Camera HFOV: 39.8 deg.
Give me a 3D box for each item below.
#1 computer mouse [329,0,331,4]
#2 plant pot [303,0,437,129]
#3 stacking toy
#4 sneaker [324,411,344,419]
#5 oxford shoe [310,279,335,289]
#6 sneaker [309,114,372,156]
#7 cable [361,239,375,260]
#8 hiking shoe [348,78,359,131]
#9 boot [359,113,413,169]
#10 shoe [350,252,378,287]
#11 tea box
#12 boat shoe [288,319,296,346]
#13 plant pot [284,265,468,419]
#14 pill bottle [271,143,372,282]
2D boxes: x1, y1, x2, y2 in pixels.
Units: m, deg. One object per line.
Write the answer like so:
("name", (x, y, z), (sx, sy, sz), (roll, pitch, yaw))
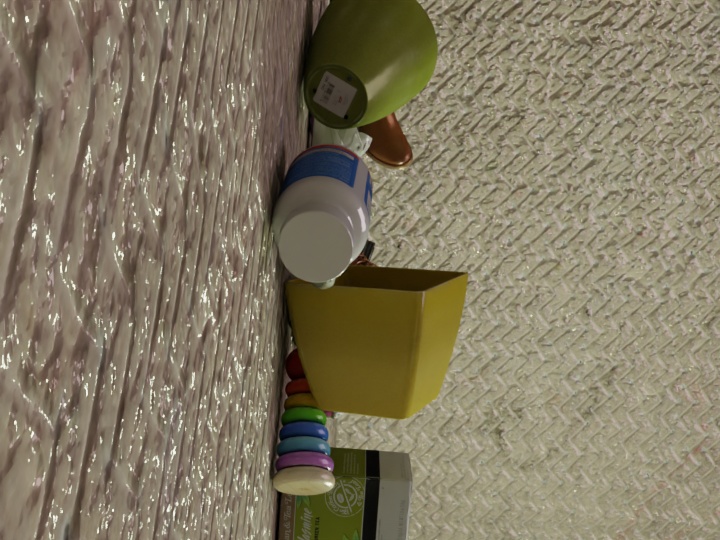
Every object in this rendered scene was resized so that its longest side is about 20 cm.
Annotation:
("computer mouse", (-0.042, -0.391, 1.687), (0.200, 0.045, 0.142), (72, 27, -64))
("plant pot", (-0.005, -0.280, 1.395), (0.201, 0.185, 0.189), (-60, 158, -53))
("stacking toy", (-0.077, 0.203, 1.380), (0.086, 0.084, 0.202), (92, -2, -63))
("sneaker", (-0.038, 0.200, 1.662), (0.200, 0.081, 0.089), (-44, -162, 39))
("oxford shoe", (-0.049, -0.026, 1.296), (0.200, 0.057, 0.076), (-134, -140, -74))
("sneaker", (-0.034, -0.173, 1.544), (0.075, 0.098, 0.203), (-91, -174, -80))
("cable", (-0.026, 0.047, 1.613), (0.097, 0.050, 0.203), (-39, 144, -80))
("hiking shoe", (-0.039, -0.266, 1.640), (0.201, 0.073, 0.088), (104, -19, -52))
("boot", (0.027, -0.275, 1.621), (0.201, 0.073, 0.155), (57, -19, 26))
("shoe", (0.000, 0.000, 1.518), (0.071, 0.090, 0.203), (-12, 92, -47))
("tea box", (-0.025, 0.385, 1.510), (0.134, 0.194, 0.203), (-82, 175, -82))
("boat shoe", (-0.067, 0.077, 1.498), (0.201, 0.072, 0.064), (70, 28, -69))
("plant pot", (0.025, 0.096, 1.361), (0.200, 0.198, 0.179), (-15, 107, -65))
("pill bottle", (-0.044, -0.066, 1.145), (0.200, 0.111, 0.114), (-82, 176, -67))
